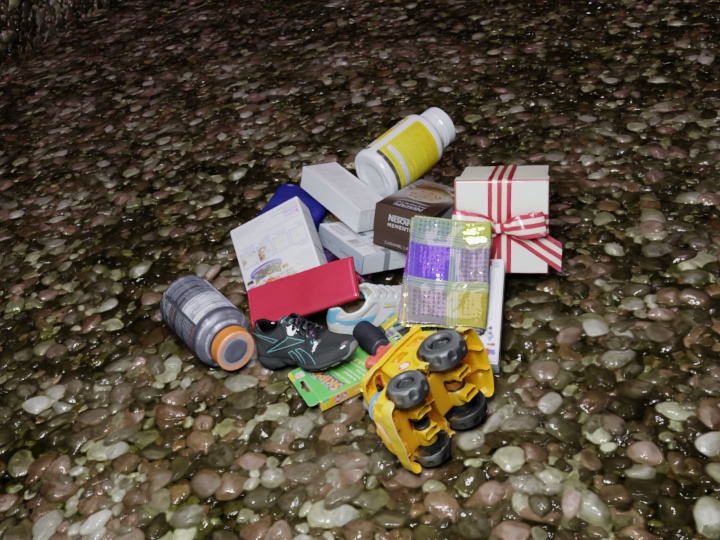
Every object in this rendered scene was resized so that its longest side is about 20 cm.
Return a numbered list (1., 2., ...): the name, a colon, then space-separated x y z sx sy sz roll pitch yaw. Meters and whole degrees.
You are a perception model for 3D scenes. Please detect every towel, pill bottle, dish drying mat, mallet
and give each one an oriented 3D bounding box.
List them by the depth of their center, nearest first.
1. towel: 0.140 0.005 1.295 0.141 0.023 0.203 7 67 6
2. mallet: 0.081 0.068 1.300 0.198 0.041 0.066 -34 43 -6
3. dish drying mat: -0.096 0.039 1.349 0.197 0.018 0.078 -17 64 14
4. pill bottle: -0.259 0.094 1.379 0.105 0.108 0.199 -28 38 -24
5. pill bottle: 0.093 -0.235 1.577 0.199 0.112 0.111 -40 43 -23
6. towel: -0.133 -0.110 1.621 0.145 0.050 0.201 0 34 22

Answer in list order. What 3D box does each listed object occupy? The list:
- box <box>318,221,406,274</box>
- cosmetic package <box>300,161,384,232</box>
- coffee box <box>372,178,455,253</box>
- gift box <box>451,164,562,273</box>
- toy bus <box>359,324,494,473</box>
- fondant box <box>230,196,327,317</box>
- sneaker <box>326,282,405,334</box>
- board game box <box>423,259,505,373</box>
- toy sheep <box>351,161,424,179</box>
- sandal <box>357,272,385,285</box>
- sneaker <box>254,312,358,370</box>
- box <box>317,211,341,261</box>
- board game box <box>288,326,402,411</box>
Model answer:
1. box: 0.042 -0.054 1.516 0.197 0.042 0.155 -11 31 -33
2. cosmetic package: -0.030 -0.144 1.560 0.082 0.051 0.200 -11 37 -35
3. coffee box: 0.116 -0.100 1.490 0.113 0.081 0.200 16 25 23
4. gift box: 0.261 -0.078 1.417 0.181 0.204 0.187 -4 14 16
5. toy bus: 0.068 0.172 1.173 0.190 0.137 0.200 9 39 46
6. fondant box: -0.136 -0.009 1.425 0.143 0.058 0.203 -26 62 10
7. sneaker: 0.034 0.059 1.373 0.198 0.082 0.076 -25 35 -22
8. board game box: 0.169 0.070 1.312 0.124 0.035 0.203 1 54 15
9. toy sheep: 0.066 -0.199 1.693 0.136 0.140 0.199 19 38 36
10. sandal: 0.000 0.000 1.496 0.074 0.046 0.201 -11 35 -4
11. sneaker: -0.095 0.113 1.294 0.197 0.081 0.075 -6 19 31
12. box: -0.083 -0.089 1.651 0.135 0.040 0.199 -28 38 -22
13. board game box: -0.011 0.157 1.293 0.197 0.030 0.096 -21 35 -20
